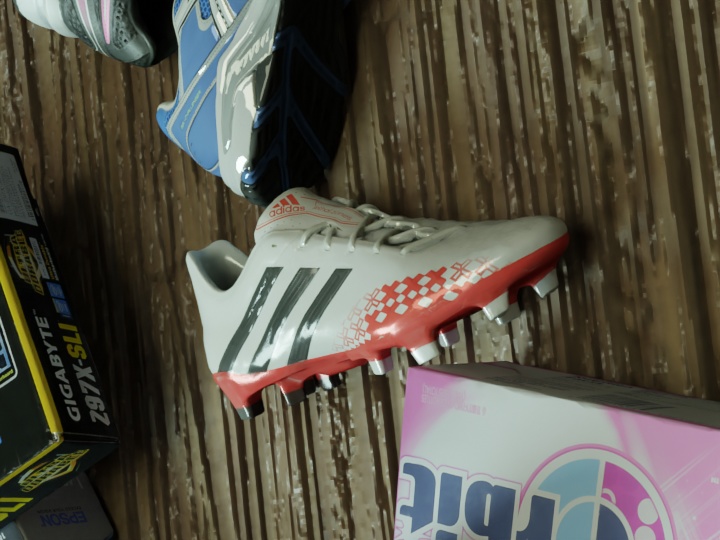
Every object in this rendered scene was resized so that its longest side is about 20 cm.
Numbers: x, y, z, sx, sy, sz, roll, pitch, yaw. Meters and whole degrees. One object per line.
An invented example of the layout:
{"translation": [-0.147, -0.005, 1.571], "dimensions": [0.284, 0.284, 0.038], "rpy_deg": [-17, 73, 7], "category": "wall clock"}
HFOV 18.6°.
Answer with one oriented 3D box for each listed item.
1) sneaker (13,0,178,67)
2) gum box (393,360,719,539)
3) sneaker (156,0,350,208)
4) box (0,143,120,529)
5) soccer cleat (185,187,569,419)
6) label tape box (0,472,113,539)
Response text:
{"translation": [-0.081, -0.182, 0.989], "dimensions": [0.086, 0.080, 0.201], "rpy_deg": [35, 122, 24], "category": "sneaker"}
{"translation": [0.098, 0.104, 0.819], "dimensions": [0.199, 0.066, 0.114], "rpy_deg": [10, 96, 42], "category": "gum box"}
{"translation": [-0.042, -0.132, 0.939], "dimensions": [0.077, 0.075, 0.201], "rpy_deg": [24, 105, 35], "category": "sneaker"}
{"translation": [-0.217, 0.057, 1.040], "dimensions": [0.199, 0.049, 0.161], "rpy_deg": [-34, 68, 27], "category": "box"}
{"translation": [0.000, 0.000, 0.907], "dimensions": [0.199, 0.068, 0.086], "rpy_deg": [-23, 90, 45], "category": "soccer cleat"}
{"translation": [-0.195, 0.144, 1.090], "dimensions": [0.144, 0.063, 0.201], "rpy_deg": [-46, 61, 31], "category": "label tape box"}
